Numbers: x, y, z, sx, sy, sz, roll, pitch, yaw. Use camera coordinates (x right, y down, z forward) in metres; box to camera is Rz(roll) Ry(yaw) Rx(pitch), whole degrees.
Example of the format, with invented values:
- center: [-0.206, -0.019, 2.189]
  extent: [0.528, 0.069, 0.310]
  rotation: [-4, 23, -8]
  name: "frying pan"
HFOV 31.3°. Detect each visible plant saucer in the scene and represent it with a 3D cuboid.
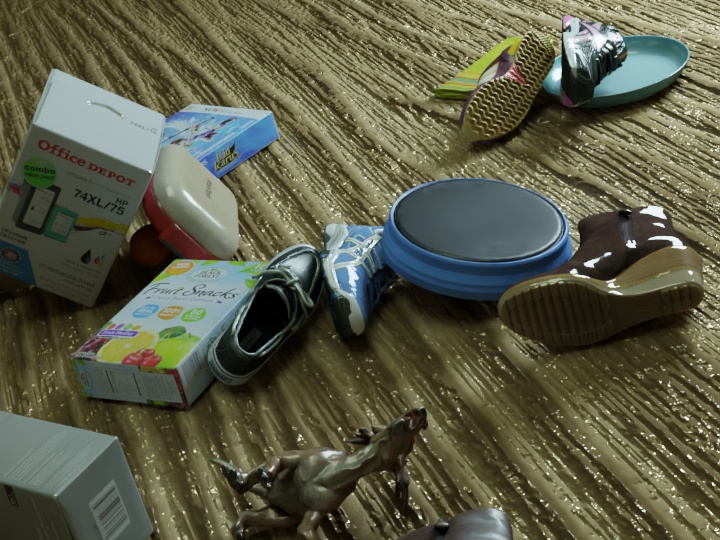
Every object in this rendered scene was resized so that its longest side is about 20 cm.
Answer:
- center: [0.335, -0.260, 1.699]
  extent: [0.197, 0.028, 0.201]
  rotation: [-12, 27, 6]
  name: "plant saucer"

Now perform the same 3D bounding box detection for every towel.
- center: [0.192, -0.295, 1.849]
  extent: [0.085, 0.018, 0.200]
  rotation: [11, 37, 39]
  name: "towel"

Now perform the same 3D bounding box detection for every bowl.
- center: [0.120, -0.038, 1.331]
  extent: [0.197, 0.040, 0.201]
  rotation: [1, 30, -1]
  name: "bowl"

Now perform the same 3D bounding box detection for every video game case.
- center: [-0.245, -0.170, 1.819]
  extent: [0.180, 0.046, 0.200]
  rotation: [10, 37, 41]
  name: "video game case"

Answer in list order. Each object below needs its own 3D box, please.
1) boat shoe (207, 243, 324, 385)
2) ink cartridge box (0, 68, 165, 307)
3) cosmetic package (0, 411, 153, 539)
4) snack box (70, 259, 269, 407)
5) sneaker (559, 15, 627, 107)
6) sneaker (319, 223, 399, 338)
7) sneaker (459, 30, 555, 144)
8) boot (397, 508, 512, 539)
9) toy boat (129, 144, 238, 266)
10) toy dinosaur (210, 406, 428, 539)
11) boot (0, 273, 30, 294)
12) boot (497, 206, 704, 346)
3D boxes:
- center: [-0.084, 0.030, 1.306]
  extent: [0.199, 0.074, 0.068]
  rotation: [-47, -1, -44]
  name: "boat shoe"
- center: [-0.334, -0.097, 1.499]
  extent: [0.145, 0.201, 0.147]
  rotation: [22, 30, -15]
  name: "ink cartridge box"
- center: [-0.285, 0.191, 1.104]
  extent: [0.198, 0.108, 0.090]
  rotation: [2, 32, 34]
  name: "cosmetic package"
- center: [-0.189, 0.060, 1.352]
  extent: [0.141, 0.054, 0.200]
  rotation: [3, 33, 30]
  name: "snack box"
- center: [0.298, -0.275, 1.640]
  extent: [0.085, 0.081, 0.201]
  rotation: [1, 36, 9]
  name: "sneaker"
- center: [0.000, 0.000, 1.338]
  extent: [0.076, 0.077, 0.201]
  rotation: [-8, 29, 4]
  name: "sneaker"
- center: [0.181, -0.226, 1.684]
  extent: [0.200, 0.075, 0.090]
  rotation: [-49, 9, -30]
  name: "sneaker"
- center: [0.030, 0.242, 0.896]
  extent: [0.197, 0.073, 0.167]
  rotation: [-18, 15, 0]
  name: "boot"
- center: [-0.226, -0.058, 1.547]
  extent: [0.130, 0.130, 0.201]
  rotation: [-41, 24, 14]
  name: "toy boat"
- center: [-0.032, 0.170, 1.046]
  extent: [0.135, 0.087, 0.199]
  rotation: [-25, 10, -40]
  name: "toy dinosaur"
- center: [-0.487, 0.030, 1.549]
  extent: [0.197, 0.073, 0.155]
  rotation: [-5, 31, 22]
  name: "boot"
- center: [0.223, -0.001, 1.236]
  extent: [0.197, 0.073, 0.167]
  rotation: [-7, 27, 2]
  name: "boot"
